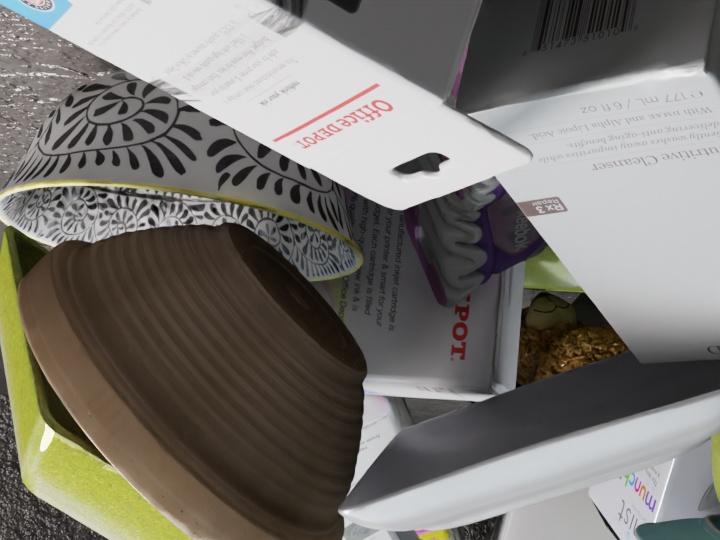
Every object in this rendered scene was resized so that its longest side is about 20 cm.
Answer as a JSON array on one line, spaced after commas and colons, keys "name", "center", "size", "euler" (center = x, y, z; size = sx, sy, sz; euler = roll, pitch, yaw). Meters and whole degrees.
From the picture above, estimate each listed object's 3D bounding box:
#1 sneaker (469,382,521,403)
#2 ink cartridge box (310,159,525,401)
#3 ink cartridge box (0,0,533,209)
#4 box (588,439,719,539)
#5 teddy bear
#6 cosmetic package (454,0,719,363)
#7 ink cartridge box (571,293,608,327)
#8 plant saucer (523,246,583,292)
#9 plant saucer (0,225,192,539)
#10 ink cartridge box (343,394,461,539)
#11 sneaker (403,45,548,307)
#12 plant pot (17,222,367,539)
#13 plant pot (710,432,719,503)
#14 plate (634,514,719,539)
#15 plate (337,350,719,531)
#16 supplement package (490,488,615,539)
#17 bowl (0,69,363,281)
[{"name": "sneaker", "center": [0.154, 0.108, 1.136], "size": [0.198, 0.076, 0.088], "euler": [10, 138, 36]}, {"name": "ink cartridge box", "center": [0.000, 0.000, 0.912], "size": [0.197, 0.147, 0.084], "euler": [3, 168, 17]}, {"name": "ink cartridge box", "center": [-0.034, -0.102, 0.544], "size": [0.198, 0.067, 0.115], "euler": [27, 161, -22]}, {"name": "box", "center": [0.265, 0.094, 0.915], "size": [0.197, 0.179, 0.097], "euler": [7, -160, -16]}, {"name": "teddy bear", "center": [0.173, 0.069, 1.044], "size": [0.144, 0.200, 0.067], "euler": [-27, 127, -9]}, {"name": "cosmetic package", "center": [0.135, -0.044, 0.626], "size": [0.112, 0.082, 0.200], "euler": [-7, 143, 35]}, {"name": "ink cartridge box", "center": [0.264, 0.097, 1.182], "size": [0.197, 0.148, 0.087], "euler": [2, -171, 15]}, {"name": "plant saucer", "center": [0.153, 0.000, 1.014], "size": [0.197, 0.032, 0.200], "euler": [3, 178, 0]}, {"name": "plant saucer", "center": [-0.112, 0.089, 0.771], "size": [0.199, 0.048, 0.200], "euler": [39, -170, -31]}, {"name": "ink cartridge box", "center": [0.003, 0.134, 1.034], "size": [0.085, 0.148, 0.201], "euler": [-23, 127, 4]}, {"name": "sneaker", "center": [0.076, -0.058, 0.769], "size": [0.087, 0.081, 0.201], "euler": [-16, 154, -10]}, {"name": "plant pot", "center": [-0.062, 0.044, 0.722], "size": [0.201, 0.093, 0.201], "euler": [45, -171, -9]}, {"name": "plant pot", "center": [0.282, 0.091, 0.731], "size": [0.198, 0.190, 0.186], "euler": [3, 168, 37]}, {"name": "plate", "center": [0.241, 0.166, 0.781], "size": [0.198, 0.026, 0.200], "euler": [20, -175, -2]}, {"name": "plate", "center": [0.100, 0.081, 0.748], "size": [0.197, 0.033, 0.200], "euler": [-20, -178, 11]}, {"name": "supplement package", "center": [0.194, 0.202, 1.059], "size": [0.197, 0.121, 0.121], "euler": [16, 175, 4]}, {"name": "bowl", "center": [-0.091, -0.062, 0.800], "size": [0.198, 0.096, 0.201], "euler": [6, 169, 1]}]
